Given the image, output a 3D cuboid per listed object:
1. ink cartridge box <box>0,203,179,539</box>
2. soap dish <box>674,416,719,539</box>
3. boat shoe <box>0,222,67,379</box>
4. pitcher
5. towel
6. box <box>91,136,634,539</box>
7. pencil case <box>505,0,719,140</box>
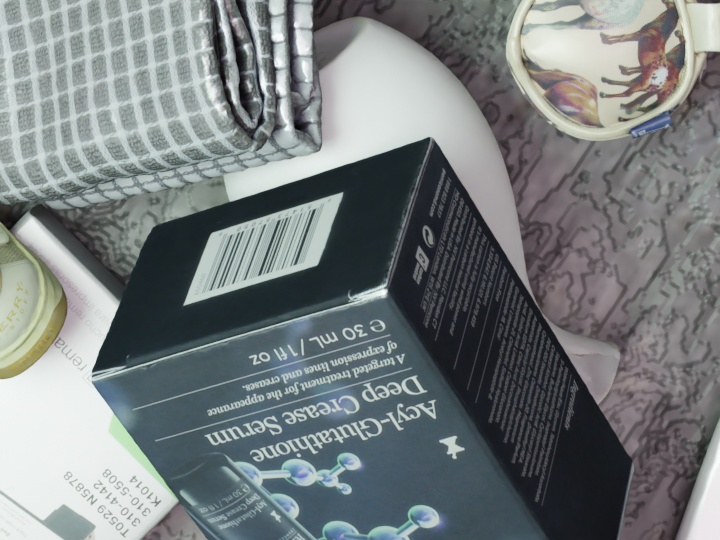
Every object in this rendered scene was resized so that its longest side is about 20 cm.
[{"bbox_3d":[-0.170,0.091,1.338,0.146,0.084,0.200,44,92,-4],"label":"ink cartridge box"},{"bbox_3d":[0.215,0.129,1.327,0.081,0.157,0.200,19,94,-20],"label":"soap dish"},{"bbox_3d":[-0.208,-0.023,1.284,0.073,0.201,0.063,-48,140,0],"label":"boat shoe"},{"bbox_3d":[0.000,0.000,1.328,0.171,0.121,0.200,-29,107,11],"label":"pitcher"},{"bbox_3d":[-0.104,-0.135,1.262,0.165,0.085,0.201,-12,81,40],"label":"towel"},{"bbox_3d":[0.005,0.066,1.247,0.148,0.107,0.200,-17,123,27],"label":"box"},{"bbox_3d":[0.116,-0.098,1.281,0.089,0.200,0.078,6,95,6],"label":"pencil case"}]
